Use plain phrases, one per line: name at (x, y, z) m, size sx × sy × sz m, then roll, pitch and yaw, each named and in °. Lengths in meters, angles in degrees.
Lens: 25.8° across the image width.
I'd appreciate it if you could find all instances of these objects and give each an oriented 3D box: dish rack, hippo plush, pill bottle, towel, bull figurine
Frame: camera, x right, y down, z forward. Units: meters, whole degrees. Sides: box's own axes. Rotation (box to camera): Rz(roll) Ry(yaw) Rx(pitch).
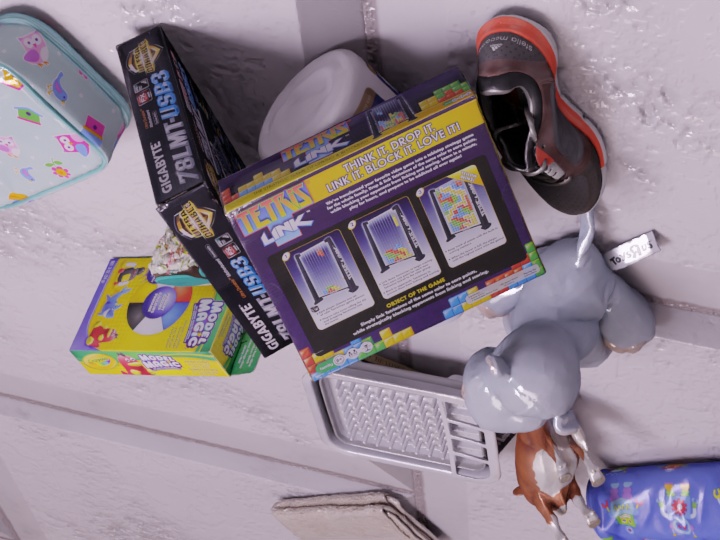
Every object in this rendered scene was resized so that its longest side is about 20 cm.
dish rack at (0.047, 0.145, 1.594) m, size 0.197 × 0.044 × 0.172 m, roll 9°, pitch 147°, yaw 16°
hippo plush at (0.171, 0.068, 1.324) m, size 0.158 × 0.162 × 0.200 m, roll 32°, pitch 147°, yaw -19°
pill bottle at (0.024, -0.072, 1.239) m, size 0.200 × 0.112 × 0.110 m, roll 39°, pitch 144°, yaw -29°
towel at (-0.004, 0.316, 1.925) m, size 0.198 × 0.035 × 0.133 m, roll -10°, pitch 137°, yaw 40°
bull figurine at (0.193, 0.201, 1.573) m, size 0.064 × 0.122 × 0.201 m, roll -24°, pitch 137°, yaw -10°

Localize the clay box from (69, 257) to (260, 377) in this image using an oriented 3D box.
clay box at (-0.175, 0.043, 1.523) m, size 0.198 × 0.116 × 0.048 m, roll -2°, pitch 142°, yaw 30°

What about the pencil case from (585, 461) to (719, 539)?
pencil case at (0.324, 0.236, 1.572) m, size 0.198 × 0.088 × 0.078 m, roll -9°, pitch 178°, yaw 40°

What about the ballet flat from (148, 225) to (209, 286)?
ballet flat at (-0.126, -0.018, 1.420) m, size 0.075 × 0.065 × 0.199 m, roll 15°, pitch 170°, yaw -42°

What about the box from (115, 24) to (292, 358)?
box at (-0.120, -0.063, 1.263) m, size 0.049 × 0.201 × 0.199 m, roll -27°, pitch 138°, yaw 5°

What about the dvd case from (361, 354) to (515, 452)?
dvd case at (0.059, 0.148, 1.648) m, size 0.198 × 0.016 × 0.149 m, roll 22°, pitch 149°, yaw -4°

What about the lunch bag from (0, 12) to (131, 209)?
lunch bag at (-0.304, -0.132, 1.362) m, size 0.198 × 0.078 × 0.160 m, roll -13°, pitch 137°, yaw 42°

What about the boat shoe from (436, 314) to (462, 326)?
boat shoe at (0.000, 0.000, 1.404) m, size 0.197 × 0.073 × 0.062 m, roll 12°, pitch 144°, yaw 17°

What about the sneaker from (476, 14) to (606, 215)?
sneaker at (0.125, -0.095, 1.174) m, size 0.076 × 0.083 × 0.201 m, roll -3°, pitch 141°, yaw 30°

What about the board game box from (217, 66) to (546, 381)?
board game box at (0.017, -0.032, 1.163) m, size 0.198 × 0.057 × 0.167 m, roll -24°, pitch 120°, yaw 2°
